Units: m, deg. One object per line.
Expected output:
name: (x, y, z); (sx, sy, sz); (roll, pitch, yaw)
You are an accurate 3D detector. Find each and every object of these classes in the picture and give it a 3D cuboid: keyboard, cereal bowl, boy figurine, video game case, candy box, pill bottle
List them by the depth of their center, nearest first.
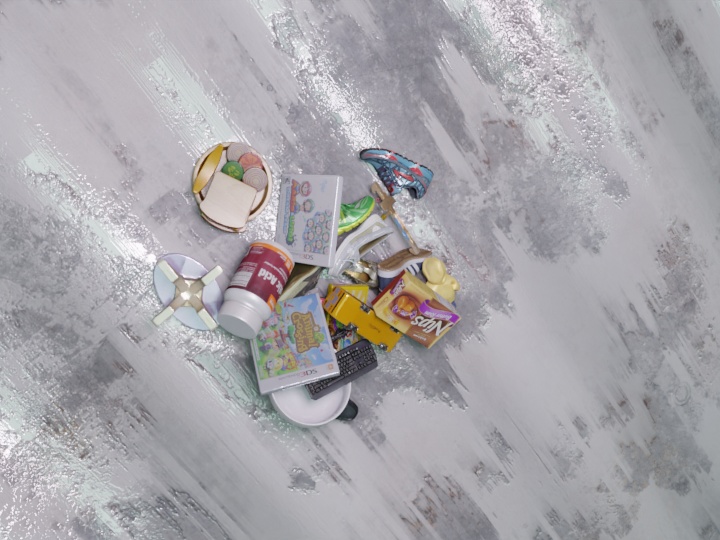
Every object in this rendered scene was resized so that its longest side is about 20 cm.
pill bottle: (-0.233, 0.040, 1.273); (0.113, 0.114, 0.202); (32, 57, -16)
video game case: (-0.157, 0.161, 1.292); (0.179, 0.022, 0.203); (-12, 64, -12)
video game case: (-0.122, -0.118, 1.313); (0.023, 0.180, 0.204); (3, 94, -52)
cereal bowl: (-0.124, 0.267, 1.327); (0.196, 0.084, 0.203); (10, 59, -17)
keyboard: (-0.057, 0.204, 1.330); (0.198, 0.021, 0.128); (-22, 73, -33)
candy box: (0.133, 0.095, 1.358); (0.117, 0.057, 0.199); (-45, 125, 15)
candy box: (-0.042, 0.131, 1.396); (0.101, 0.026, 0.204); (0, 108, -28)
boy figurine: (0.192, 0.057, 1.431); (0.123, 0.064, 0.202); (-28, 124, -11)

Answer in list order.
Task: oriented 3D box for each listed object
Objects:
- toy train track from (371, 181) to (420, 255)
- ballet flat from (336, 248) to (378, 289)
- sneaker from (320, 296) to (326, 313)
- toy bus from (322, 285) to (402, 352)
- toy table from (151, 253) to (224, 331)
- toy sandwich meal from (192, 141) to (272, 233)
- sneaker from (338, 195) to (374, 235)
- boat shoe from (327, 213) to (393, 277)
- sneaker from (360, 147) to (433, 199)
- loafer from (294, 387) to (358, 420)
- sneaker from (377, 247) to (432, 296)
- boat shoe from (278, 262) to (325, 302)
toy train track: (0.080, -0.122, 1.405); (0.032, 0.115, 0.202); (-31, 96, 24)
ballet flat: (0.000, 0.000, 1.401); (0.197, 0.075, 0.069); (22, 87, -17)
sneaker: (-0.149, 0.137, 1.363); (0.198, 0.087, 0.075); (-33, 103, -12)
toy bus: (0.008, 0.117, 1.355); (0.199, 0.078, 0.066); (35, 89, -33)
toy table: (-0.379, 0.052, 1.275); (0.199, 0.117, 0.185); (41, 83, -14)
toy sandwich meal: (-0.292, -0.193, 1.303); (0.201, 0.070, 0.210); (-1, 95, -16)
sneaker: (-0.053, -0.134, 1.375); (0.198, 0.074, 0.085); (-29, 106, -12)
boat shoe: (-0.001, -0.052, 1.337); (0.064, 0.075, 0.202); (37, 58, 12)
sneaker: (0.084, -0.234, 1.405); (0.197, 0.079, 0.097); (20, 91, -17)
loafer: (-0.093, 0.326, 1.403); (0.198, 0.070, 0.069); (24, 91, -17)
sneaker: (0.108, 0.016, 1.419); (0.199, 0.069, 0.111); (-24, 121, -46)
boat shoe: (-0.133, 0.016, 1.361); (0.200, 0.072, 0.066); (-43, 133, 7)
